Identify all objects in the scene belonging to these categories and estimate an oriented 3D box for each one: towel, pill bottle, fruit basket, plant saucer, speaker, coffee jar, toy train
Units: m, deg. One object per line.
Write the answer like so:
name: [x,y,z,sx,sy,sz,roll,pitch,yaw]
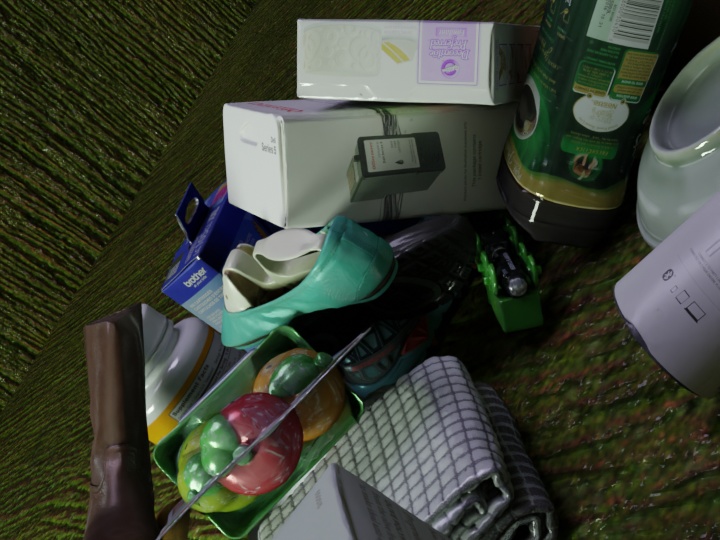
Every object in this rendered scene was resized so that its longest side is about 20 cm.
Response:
towel: [0.026,0.169,0.768,0.200,0.085,0.166,-48,20,12]
pill bottle: [-0.127,0.116,1.054,0.109,0.199,0.110,-46,19,21]
fruit basket: [-0.070,0.102,0.810,0.185,0.094,0.200,-44,-6,-6]
plant saucer: [0.238,-0.102,0.775,0.200,0.050,0.201,-47,18,21]
speaker: [0.226,-0.027,0.618,0.200,0.081,0.081,-46,19,24]
coffee jar: [0.157,-0.121,0.848,0.105,0.084,0.202,-99,21,-60]
toy train: [0.104,-0.007,0.930,0.041,0.057,0.200,-12,19,0]

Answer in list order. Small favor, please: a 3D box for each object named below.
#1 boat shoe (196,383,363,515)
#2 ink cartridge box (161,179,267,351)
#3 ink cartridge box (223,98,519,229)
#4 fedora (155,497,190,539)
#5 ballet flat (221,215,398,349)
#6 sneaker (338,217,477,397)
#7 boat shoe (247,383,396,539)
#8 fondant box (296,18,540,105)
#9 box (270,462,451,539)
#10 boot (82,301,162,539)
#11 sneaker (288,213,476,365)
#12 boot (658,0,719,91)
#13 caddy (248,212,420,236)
boat shoe: [-0.063,0.134,0.992,0.199,0.073,0.063,-30,-23,-45]
ink cartridge box: [-0.109,-0.002,1.224,0.076,0.199,0.137,-38,24,40]
ink cartridge box: [0.007,-0.090,0.954,0.145,0.198,0.085,-156,62,-65]
fedora: [-0.144,0.282,0.956,0.200,0.081,0.202,-161,90,-74]
ballet flat: [-0.057,0.003,0.879,0.199,0.070,0.068,-21,35,48]
sneaker: [0.032,0.007,1.021,0.079,0.095,0.201,-21,37,54]
boat shoe: [-0.010,0.157,0.926,0.200,0.069,0.056,-48,-15,28]
fondant box: [0.053,-0.159,0.922,0.200,0.143,0.059,-31,-56,-69]
box: [0.005,0.241,0.539,0.199,0.171,0.200,-51,19,9]
boot: [-0.175,0.117,0.889,0.186,0.064,0.202,152,119,-71]
sneaker: [0.000,0.000,0.925,0.199,0.076,0.091,-29,48,29]
boot: [0.214,-0.184,0.955,0.200,0.074,0.155,-40,18,30]
caddy: [-0.013,-0.061,1.123,0.140,0.200,0.106,17,73,26]
